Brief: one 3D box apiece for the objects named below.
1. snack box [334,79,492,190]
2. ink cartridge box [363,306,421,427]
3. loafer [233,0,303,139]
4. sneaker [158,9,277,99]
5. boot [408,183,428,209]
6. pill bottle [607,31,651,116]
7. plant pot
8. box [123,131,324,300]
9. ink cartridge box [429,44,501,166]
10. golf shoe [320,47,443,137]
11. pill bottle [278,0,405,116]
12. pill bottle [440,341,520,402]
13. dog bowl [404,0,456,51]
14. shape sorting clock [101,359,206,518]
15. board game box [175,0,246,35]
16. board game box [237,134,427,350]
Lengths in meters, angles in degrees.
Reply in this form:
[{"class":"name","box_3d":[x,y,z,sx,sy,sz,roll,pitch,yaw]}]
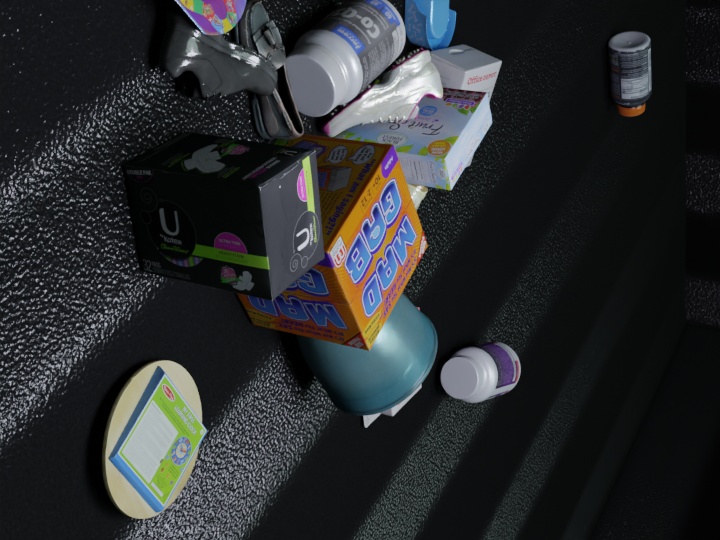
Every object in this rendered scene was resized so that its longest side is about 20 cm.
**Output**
[{"class":"snack box","box_3d":[0.080,-0.213,1.756,0.169,0.199,0.068,-56,144,-35]},{"class":"ink cartridge box","box_3d":[0.054,0.171,1.982,0.116,0.067,0.202,-36,130,-52]},{"class":"loafer","box_3d":[-0.116,-0.268,1.518,0.072,0.062,0.201,-49,140,-43]},{"class":"sneaker","box_3d":[-0.182,-0.249,1.411,0.200,0.076,0.091,22,87,-52]},{"class":"boot","box_3d":[0.037,-0.067,1.821,0.155,0.072,0.200,-63,-174,-7]},{"class":"pill bottle","box_3d":[0.680,-0.491,2.862,0.106,0.106,0.201,-52,142,-40]},{"class":"plant pot","box_3d":[-0.014,0.085,1.719,0.188,0.199,0.201,51,55,-38]},{"class":"box","box_3d":[-0.160,-0.069,1.363,0.124,0.199,0.150,-40,133,-49]},{"class":"ink cartridge box","box_3d":[0.153,-0.272,1.944,0.146,0.084,0.201,-28,140,-54]},{"class":"golf shoe","box_3d":[0.036,-0.248,1.698,0.092,0.199,0.075,56,1,-15]},{"class":"pill bottle","box_3d":[-0.027,-0.306,1.616,0.200,0.113,0.114,-49,140,-43]},{"class":"pill bottle","box_3d":[0.239,0.207,2.291,0.200,0.111,0.112,-3,102,-61]},{"class":"dog bowl","box_3d":[0.116,-0.467,1.891,0.111,0.049,0.202,-27,124,-56]},{"class":"shape sorting clock","box_3d":[-0.264,0.214,1.443,0.200,0.039,0.202,-26,121,-56]},{"class":"board game box","box_3d":[-0.182,-0.375,1.316,0.200,0.039,0.159,48,44,-39]},{"class":"board game box","box_3d":[-0.055,-0.044,1.564,0.201,0.199,0.201,-59,144,-32]}]
